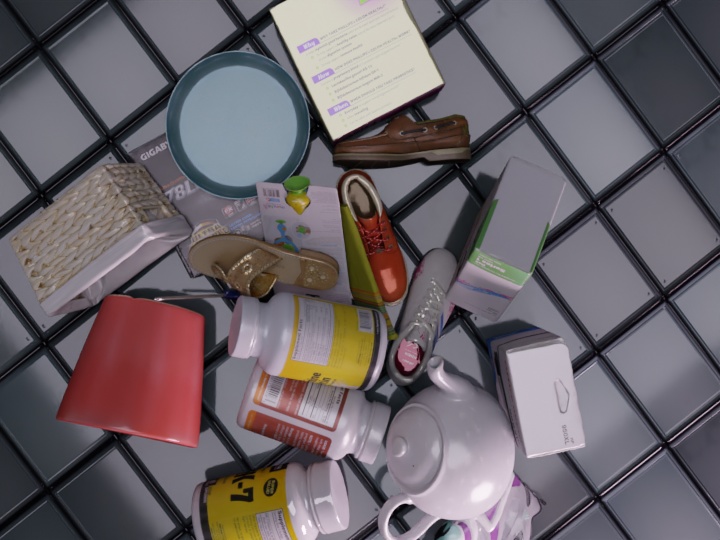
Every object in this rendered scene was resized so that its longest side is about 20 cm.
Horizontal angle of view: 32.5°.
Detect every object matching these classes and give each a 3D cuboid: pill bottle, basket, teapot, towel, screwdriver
[{"bbox_3d":[-0.122,0.328,1.695,0.198,0.114,0.116,-14,92,9],"label":"pill bottle"},{"bbox_3d":[-0.354,-0.046,1.669,0.199,0.135,0.124,-34,85,17],"label":"basket"},{"bbox_3d":[-0.072,0.091,1.647,0.198,0.112,0.113,11,91,-15],"label":"pill bottle"},{"bbox_3d":[0.100,0.245,1.662,0.145,0.197,0.202,7,60,-39],"label":"teapot"},{"bbox_3d":[0.000,0.000,1.700,0.018,0.086,0.202,-26,107,-22],"label":"towel"},{"bbox_3d":[-0.063,0.195,1.709,0.198,0.112,0.113,20,91,-2],"label":"pill bottle"},{"bbox_3d":[-0.200,0.031,1.687,0.199,0.028,0.029,4,66,-42],"label":"screwdriver"}]

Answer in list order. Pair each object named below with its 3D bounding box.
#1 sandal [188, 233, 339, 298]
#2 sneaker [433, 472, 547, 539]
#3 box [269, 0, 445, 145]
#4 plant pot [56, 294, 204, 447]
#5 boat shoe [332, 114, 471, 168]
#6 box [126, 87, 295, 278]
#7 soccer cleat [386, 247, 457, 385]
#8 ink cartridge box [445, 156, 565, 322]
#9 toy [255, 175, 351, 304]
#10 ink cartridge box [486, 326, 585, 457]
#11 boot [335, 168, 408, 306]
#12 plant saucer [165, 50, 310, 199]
[{"bbox_3d":[-0.135,0.006,1.663,0.209,0.070,0.078,7,128,1],"label":"sandal"},{"bbox_3d":[0.186,0.387,1.735,0.139,0.078,0.201,38,91,-1],"label":"sneaker"},{"bbox_3d":[-0.005,-0.303,1.707,0.175,0.097,0.202,-27,92,0],"label":"box"},{"bbox_3d":[-0.296,0.135,1.674,0.198,0.200,0.179,12,80,-1],"label":"plant pot"},{"bbox_3d":[0.056,-0.182,1.729,0.197,0.072,0.069,-3,88,-11],"label":"boat shoe"},{"bbox_3d":[-0.195,-0.122,1.733,0.198,0.050,0.200,-27,93,-1],"label":"box"},{"bbox_3d":[0.092,0.067,1.722,0.069,0.086,0.202,19,91,-2],"label":"soccer cleat"},{"bbox_3d":[0.190,-0.038,1.648,0.083,0.200,0.146,23,69,1],"label":"ink cartridge box"},{"bbox_3d":[-0.072,-0.046,1.695,0.114,0.047,0.201,5,133,15],"label":"toy"},{"bbox_3d":[0.234,0.161,1.669,0.083,0.200,0.146,-12,91,-1],"label":"ink cartridge box"},{"bbox_3d":[0.015,-0.043,1.709,0.074,0.107,0.202,-21,93,-3],"label":"boot"},{"bbox_3d":[-0.168,-0.199,1.695,0.197,0.027,0.203,0,91,-3],"label":"plant saucer"}]
